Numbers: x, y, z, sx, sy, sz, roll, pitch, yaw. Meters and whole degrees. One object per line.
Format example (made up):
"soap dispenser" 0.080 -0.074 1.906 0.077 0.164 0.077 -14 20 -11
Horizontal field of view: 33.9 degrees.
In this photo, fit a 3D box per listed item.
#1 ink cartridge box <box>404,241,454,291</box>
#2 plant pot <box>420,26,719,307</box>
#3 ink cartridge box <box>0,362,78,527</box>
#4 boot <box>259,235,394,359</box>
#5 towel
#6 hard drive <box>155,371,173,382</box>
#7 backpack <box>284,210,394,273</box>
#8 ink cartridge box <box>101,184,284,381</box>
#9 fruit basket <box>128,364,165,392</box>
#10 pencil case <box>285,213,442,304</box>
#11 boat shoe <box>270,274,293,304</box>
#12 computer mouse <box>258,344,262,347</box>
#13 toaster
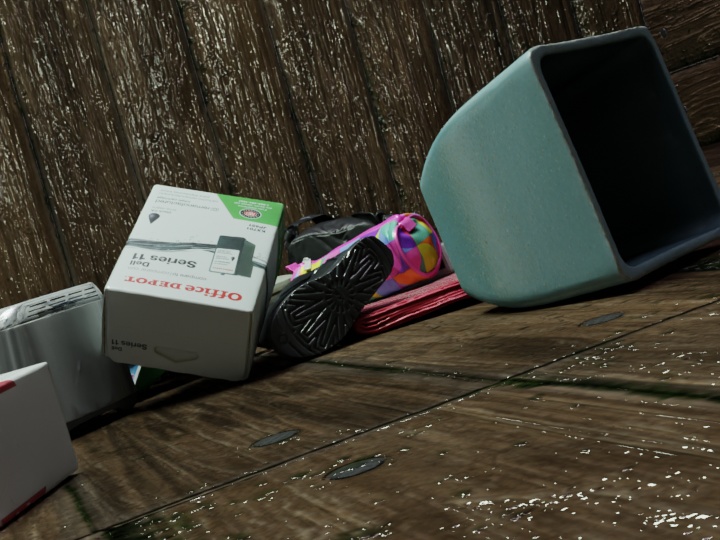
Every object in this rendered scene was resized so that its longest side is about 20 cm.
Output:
"ink cartridge box" 0.103 -0.013 1.488 0.199 0.048 0.197 -24 -1 -43
"plant pot" 0.168 -0.071 1.044 0.194 0.199 0.199 -19 -6 -45
"ink cartridge box" -0.313 0.137 0.792 0.197 0.084 0.147 -16 4 7
"boot" -0.066 0.046 1.229 0.164 0.066 0.199 -39 8 -29
"towel" 0.053 0.035 1.256 0.143 0.023 0.200 -19 1 -4
"hard drive" -0.277 0.117 1.458 0.138 0.038 0.200 -17 4 13
"backpack" -0.022 -0.022 1.759 0.164 0.129 0.200 -5 3 6
"ink cartridge box" -0.160 0.007 1.167 0.144 0.084 0.201 8 34 0
"fruit basket" -0.269 0.061 1.315 0.198 0.094 0.187 -9 48 45
"pencil case" 0.000 0.000 1.376 0.198 0.090 0.088 -24 -2 38
"boat shoe" -0.172 0.066 1.594 0.199 0.061 0.072 -21 12 -18
"computer mouse" -0.192 0.070 1.386 0.109 0.045 0.199 -21 25 -34
"toaster" -0.297 0.091 1.121 0.112 0.131 0.199 -14 4 30
